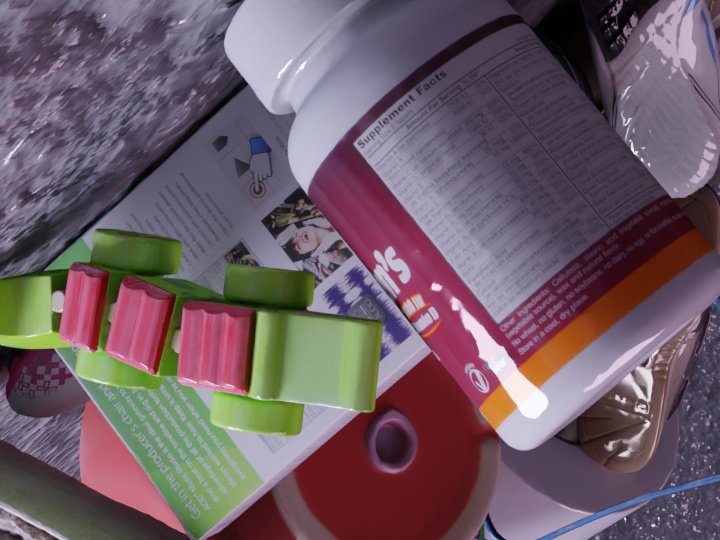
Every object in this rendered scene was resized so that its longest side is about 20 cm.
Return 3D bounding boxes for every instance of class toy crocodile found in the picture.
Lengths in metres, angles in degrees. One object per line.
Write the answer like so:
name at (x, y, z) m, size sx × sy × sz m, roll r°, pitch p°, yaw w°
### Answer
toy crocodile at (-0.075, 0.024, 0.776) m, size 0.062 × 0.199 × 0.068 m, roll 3°, pitch 98°, yaw -54°

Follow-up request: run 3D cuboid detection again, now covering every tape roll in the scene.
tape roll at (0.117, 0.083, 1.254) m, size 0.202 × 0.203 × 0.071 m, roll -29°, pitch 171°, yaw -46°

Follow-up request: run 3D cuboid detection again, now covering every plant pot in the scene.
plant pot at (-0.028, 0.097, 1.011) m, size 0.200 × 0.201 × 0.177 m, roll -33°, pitch -170°, yaw -30°

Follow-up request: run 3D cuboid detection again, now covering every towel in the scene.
towel at (-0.142, 0.125, 0.895) m, size 0.035 × 0.199 × 0.133 m, roll -65°, pitch 169°, yaw 1°

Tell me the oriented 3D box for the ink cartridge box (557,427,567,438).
ink cartridge box at (0.038, 0.077, 1.307) m, size 0.144 × 0.201 × 0.084 m, roll -29°, pitch 171°, yaw -45°

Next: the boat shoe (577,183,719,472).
boat shoe at (0.184, 0.029, 1.177) m, size 0.065 × 0.071 × 0.202 m, roll -41°, pitch 143°, yaw -59°

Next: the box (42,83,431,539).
box at (-0.040, 0.004, 0.844) m, size 0.200 × 0.145 × 0.036 m, roll -40°, pitch 169°, yaw 11°

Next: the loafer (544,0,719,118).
loafer at (0.147, -0.140, 1.152) m, size 0.200 × 0.075 × 0.069 m, roll -43°, pitch 155°, yaw 22°

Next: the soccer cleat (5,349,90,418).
soccer cleat at (-0.089, 0.023, 0.924) m, size 0.200 × 0.087 × 0.070 m, roll -41°, pitch 170°, yaw 13°

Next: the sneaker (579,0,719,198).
sneaker at (0.153, -0.134, 0.992) m, size 0.071 × 0.201 × 0.073 m, roll -9°, pitch -146°, yaw 6°

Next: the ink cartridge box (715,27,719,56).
ink cartridge box at (0.199, -0.116, 1.237) m, size 0.200 × 0.050 × 0.109 m, roll -50°, pitch -155°, yaw -21°

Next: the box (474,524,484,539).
box at (0.020, 0.143, 1.149) m, size 0.048 × 0.202 × 0.117 m, roll 16°, pitch 153°, yaw -40°

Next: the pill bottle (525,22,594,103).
pill bottle at (0.055, -0.079, 0.940) m, size 0.106 × 0.106 × 0.200 m, roll -41°, pitch 171°, yaw 11°

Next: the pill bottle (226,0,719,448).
pill bottle at (0.042, -0.039, 0.738) m, size 0.109 × 0.200 × 0.110 m, roll -38°, pitch 171°, yaw -7°

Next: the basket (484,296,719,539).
basket at (0.129, 0.040, 1.071) m, size 0.175 × 0.202 × 0.139 m, roll -19°, pitch 165°, yaw 9°
